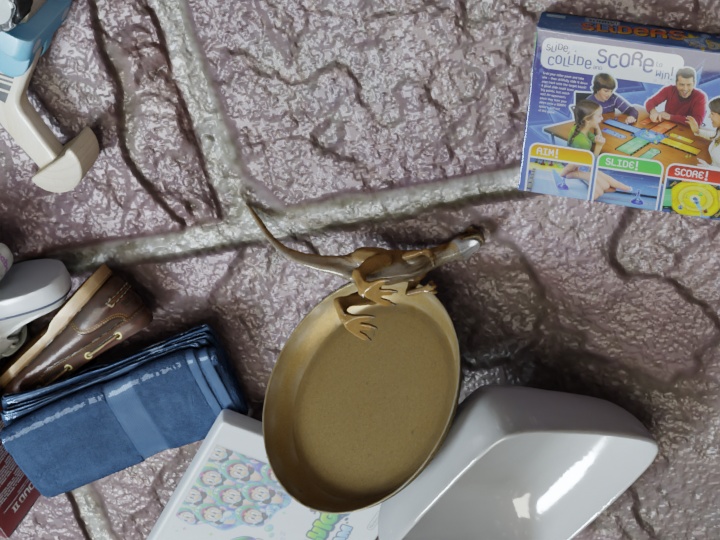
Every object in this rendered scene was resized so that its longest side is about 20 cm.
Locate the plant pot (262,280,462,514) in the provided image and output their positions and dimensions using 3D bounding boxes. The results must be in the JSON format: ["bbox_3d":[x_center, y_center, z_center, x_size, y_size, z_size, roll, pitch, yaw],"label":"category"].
[{"bbox_3d":[0.005,0.102,1.353,0.199,0.201,0.027,-29,143,27],"label":"plant pot"}]

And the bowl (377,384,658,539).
[{"bbox_3d":[0.120,0.165,1.372,0.199,0.075,0.200,9,133,-38],"label":"bowl"}]

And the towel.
[{"bbox_3d":[-0.203,0.122,1.443,0.199,0.049,0.112,-22,134,-1],"label":"towel"}]

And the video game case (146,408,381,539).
[{"bbox_3d":[-0.081,0.227,1.503,0.181,0.024,0.201,22,123,-15],"label":"video game case"}]

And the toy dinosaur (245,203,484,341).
[{"bbox_3d":[0.000,0.000,1.343,0.198,0.107,0.061,1,126,6],"label":"toy dinosaur"}]

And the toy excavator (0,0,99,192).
[{"bbox_3d":[-0.279,-0.176,1.316,0.194,0.100,0.200,29,135,-1],"label":"toy excavator"}]

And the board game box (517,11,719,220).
[{"bbox_3d":[0.223,-0.112,1.247,0.199,0.035,0.136,10,120,9],"label":"board game box"}]

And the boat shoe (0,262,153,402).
[{"bbox_3d":[-0.260,0.078,1.458,0.070,0.070,0.200,44,122,-10],"label":"boat shoe"}]

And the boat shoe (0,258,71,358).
[{"bbox_3d":[-0.323,0.047,1.457,0.199,0.072,0.066,-19,115,25],"label":"boat shoe"}]

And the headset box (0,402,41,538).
[{"bbox_3d":[-0.373,0.145,1.472,0.148,0.075,0.201,12,143,34],"label":"headset box"}]

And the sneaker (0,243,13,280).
[{"bbox_3d":[-0.382,-0.002,1.447,0.199,0.100,0.075,12,133,35],"label":"sneaker"}]
